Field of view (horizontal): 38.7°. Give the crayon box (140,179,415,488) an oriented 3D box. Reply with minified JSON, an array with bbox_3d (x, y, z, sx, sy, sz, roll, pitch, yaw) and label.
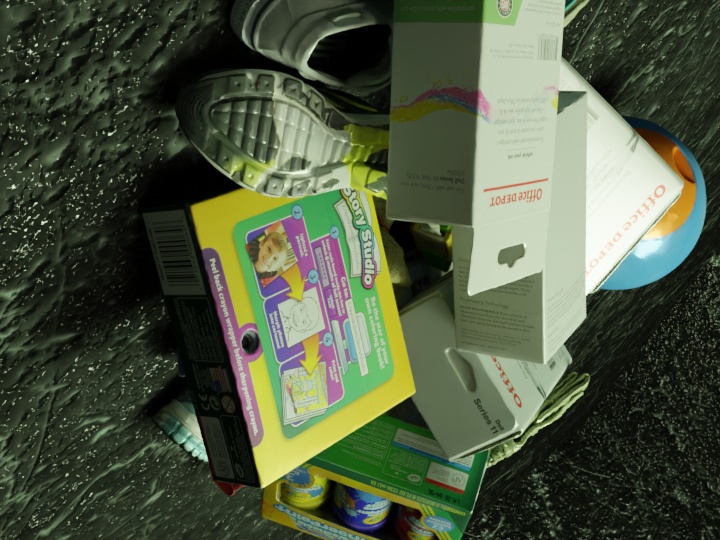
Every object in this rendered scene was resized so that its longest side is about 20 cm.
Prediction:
[{"bbox_3d":[-0.051,0.027,0.741,0.173,0.058,0.200,-25,108,-46],"label":"crayon box"}]

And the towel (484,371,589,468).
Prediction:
[{"bbox_3d":[0.138,0.169,1.056,0.148,0.037,0.200,-28,174,-35],"label":"towel"}]

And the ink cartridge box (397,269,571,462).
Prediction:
[{"bbox_3d":[0.111,0.072,0.974,0.083,0.147,0.200,-31,179,27],"label":"ink cartridge box"}]

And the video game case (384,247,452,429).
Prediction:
[{"bbox_3d":[0.059,0.086,1.092,0.181,0.045,0.200,-28,113,-39],"label":"video game case"}]

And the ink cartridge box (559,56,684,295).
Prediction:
[{"bbox_3d":[0.178,-0.092,0.949,0.200,0.083,0.147,37,98,-29],"label":"ink cartridge box"}]

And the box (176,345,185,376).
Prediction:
[{"bbox_3d":[-0.066,0.067,0.882,0.119,0.042,0.200,-6,173,24],"label":"box"}]

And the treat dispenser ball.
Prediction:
[{"bbox_3d":[0.295,-0.078,1.188,0.201,0.201,0.201,-39,159,-19],"label":"treat dispenser ball"}]

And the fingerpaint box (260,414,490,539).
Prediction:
[{"bbox_3d":[0.008,0.211,1.003,0.167,0.200,0.073,101,10,-52],"label":"fingerpaint box"}]

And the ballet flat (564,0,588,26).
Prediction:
[{"bbox_3d":[0.117,-0.183,0.841,0.200,0.067,0.062,-37,168,-23],"label":"ballet flat"}]

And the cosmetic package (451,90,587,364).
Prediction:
[{"bbox_3d":[0.131,-0.039,0.832,0.108,0.085,0.200,-32,123,-53],"label":"cosmetic package"}]

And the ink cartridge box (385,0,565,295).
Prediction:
[{"bbox_3d":[0.074,-0.093,0.657,0.117,0.067,0.200,-14,109,-54],"label":"ink cartridge box"}]

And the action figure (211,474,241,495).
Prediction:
[{"bbox_3d":[-0.099,0.202,1.150,0.065,0.052,0.200,-40,168,14],"label":"action figure"}]

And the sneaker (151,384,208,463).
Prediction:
[{"bbox_3d":[-0.112,0.140,0.975,0.086,0.078,0.200,-50,160,0],"label":"sneaker"}]

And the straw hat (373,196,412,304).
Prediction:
[{"bbox_3d":[0.000,0.000,0.916,0.201,0.085,0.201,-39,158,-19],"label":"straw hat"}]

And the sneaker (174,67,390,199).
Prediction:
[{"bbox_3d":[-0.039,-0.088,0.676,0.200,0.085,0.075,11,103,-38],"label":"sneaker"}]

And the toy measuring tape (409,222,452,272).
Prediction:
[{"bbox_3d":[0.080,-0.058,0.984,0.074,0.074,0.200,-43,160,-9],"label":"toy measuring tape"}]

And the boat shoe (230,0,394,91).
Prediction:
[{"bbox_3d":[-0.003,-0.144,0.669,0.200,0.067,0.074,-15,144,-54],"label":"boat shoe"}]
